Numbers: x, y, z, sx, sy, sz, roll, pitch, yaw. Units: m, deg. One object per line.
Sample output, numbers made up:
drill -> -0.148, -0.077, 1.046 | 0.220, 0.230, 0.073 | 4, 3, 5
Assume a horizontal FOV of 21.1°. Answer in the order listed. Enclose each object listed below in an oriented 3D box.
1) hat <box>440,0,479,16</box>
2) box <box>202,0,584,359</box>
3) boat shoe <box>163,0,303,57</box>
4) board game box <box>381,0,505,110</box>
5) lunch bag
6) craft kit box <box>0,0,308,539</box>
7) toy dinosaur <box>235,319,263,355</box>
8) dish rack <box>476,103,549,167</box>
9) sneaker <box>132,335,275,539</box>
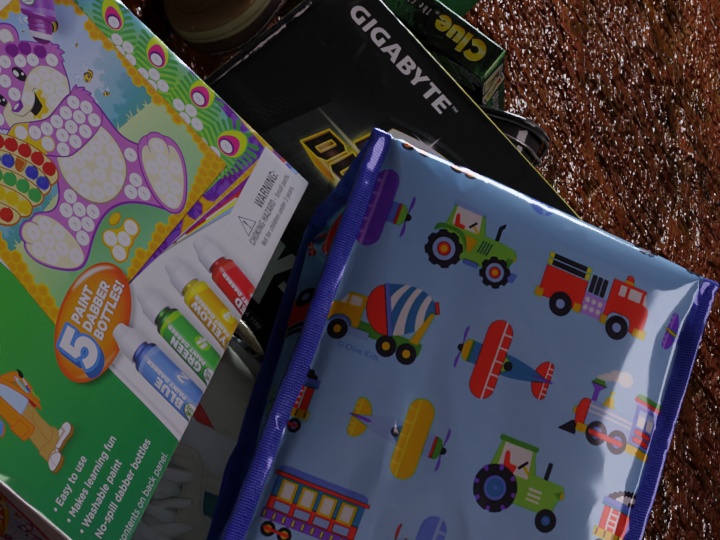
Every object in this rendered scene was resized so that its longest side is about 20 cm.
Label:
hat -> 0.076, -0.191, 1.088 | 0.200, 0.175, 0.167 | -40, 121, -63
box -> 0.003, -0.009, 0.833 | 0.160, 0.049, 0.200 | -41, 87, -25
boat shoe -> -0.040, -0.156, 0.951 | 0.201, 0.072, 0.072 | -76, 150, -50
board game box -> 0.029, -0.098, 0.989 | 0.023, 0.105, 0.200 | -48, 166, -9
lunch bag -> 0.032, 0.074, 0.729 | 0.094, 0.150, 0.201 | 130, -19, -61
craft kit box -> -0.126, -0.025, 0.643 | 0.197, 0.048, 0.201 | 41, 43, -17
toy dinosaur -> -0.116, -0.045, 0.749 | 0.200, 0.058, 0.102 | 39, 45, -27
dish rack -> 0.037, -0.037, 0.997 | 0.055, 0.152, 0.200 | -68, 155, -10
sneaker -> -0.071, 0.116, 0.793 | 0.093, 0.070, 0.201 | -43, 138, -43
